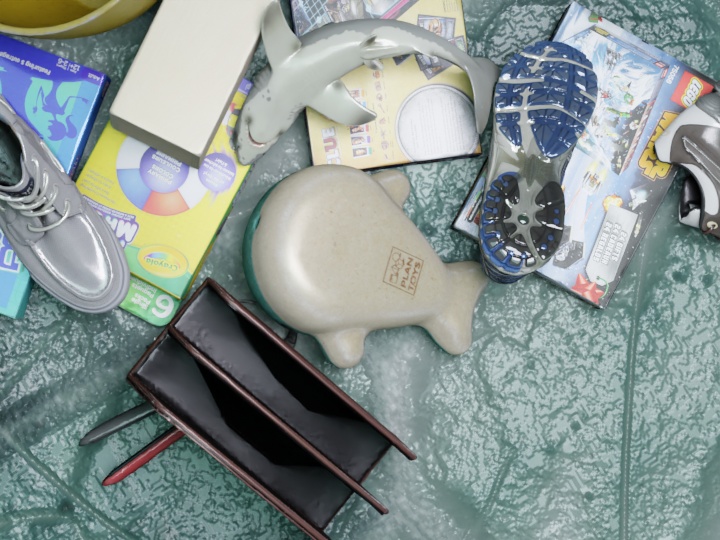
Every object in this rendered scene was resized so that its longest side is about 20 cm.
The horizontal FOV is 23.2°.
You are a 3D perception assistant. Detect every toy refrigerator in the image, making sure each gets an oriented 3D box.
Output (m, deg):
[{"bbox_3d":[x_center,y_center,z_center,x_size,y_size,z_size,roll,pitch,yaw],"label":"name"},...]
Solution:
[{"bbox_3d":[-0.110,-0.184,1.302,0.076,0.070,0.201,25,82,-3],"label":"toy refrigerator"}]

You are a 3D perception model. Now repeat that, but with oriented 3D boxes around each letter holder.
[{"bbox_3d":[-0.058,0.114,1.282,0.200,0.142,0.101,41,86,-16],"label":"letter holder"}]

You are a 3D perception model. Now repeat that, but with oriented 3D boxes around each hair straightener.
[{"bbox_3d":[-0.134,0.081,1.352,0.199,0.041,0.077,-34,92,-3],"label":"hair straightener"}]

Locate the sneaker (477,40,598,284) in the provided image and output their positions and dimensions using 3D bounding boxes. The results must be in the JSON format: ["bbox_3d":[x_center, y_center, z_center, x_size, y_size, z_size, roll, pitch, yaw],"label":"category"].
[{"bbox_3d":[0.122,-0.080,1.313,0.077,0.085,0.201,18,66,0],"label":"sneaker"}]

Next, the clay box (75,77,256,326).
[{"bbox_3d":[-0.153,-0.068,1.349,0.114,0.048,0.201,27,87,-1],"label":"clay box"}]

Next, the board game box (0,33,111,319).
[{"bbox_3d":[-0.297,-0.082,1.343,0.151,0.045,0.201,20,89,-3],"label":"board game box"}]

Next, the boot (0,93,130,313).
[{"bbox_3d":[-0.244,-0.051,1.274,0.073,0.096,0.200,-39,91,-2],"label":"boot"}]

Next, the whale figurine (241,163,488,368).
[{"bbox_3d":[0.000,0.000,1.344,0.199,0.104,0.160,21,76,-26],"label":"whale figurine"}]

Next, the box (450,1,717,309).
[{"bbox_3d":[0.176,-0.089,1.370,0.136,0.040,0.201,29,88,-1],"label":"box"}]

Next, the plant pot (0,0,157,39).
[{"bbox_3d":[-0.205,-0.255,1.290,0.199,0.142,0.202,-2,83,15],"label":"plant pot"}]

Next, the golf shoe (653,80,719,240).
[{"bbox_3d":[0.297,-0.048,1.354,0.094,0.078,0.201,-31,108,9],"label":"golf shoe"}]

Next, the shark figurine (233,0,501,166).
[{"bbox_3d":[0.001,-0.163,1.309,0.213,0.090,0.129,-11,117,0],"label":"shark figurine"}]

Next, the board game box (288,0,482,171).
[{"bbox_3d":[0.015,-0.180,1.366,0.134,0.035,0.202,-7,90,-3],"label":"board game box"}]
